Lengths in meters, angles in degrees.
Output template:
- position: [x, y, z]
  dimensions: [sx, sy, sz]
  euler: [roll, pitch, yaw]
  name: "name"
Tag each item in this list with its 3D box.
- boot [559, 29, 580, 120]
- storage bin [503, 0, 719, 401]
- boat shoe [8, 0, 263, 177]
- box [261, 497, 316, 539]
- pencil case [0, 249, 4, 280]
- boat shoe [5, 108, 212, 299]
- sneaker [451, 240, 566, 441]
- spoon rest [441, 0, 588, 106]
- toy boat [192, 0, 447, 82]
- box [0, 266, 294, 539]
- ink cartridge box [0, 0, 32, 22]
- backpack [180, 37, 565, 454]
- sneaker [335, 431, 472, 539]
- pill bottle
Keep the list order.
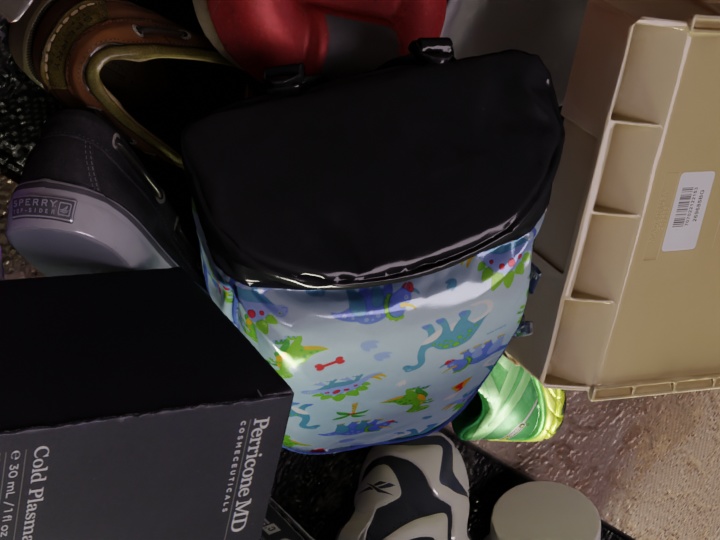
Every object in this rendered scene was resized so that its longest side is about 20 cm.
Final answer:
- position: [0.166, -0.107, 0.919]
  dimensions: [0.143, 0.072, 0.202]
  euler: [-15, 134, -36]
  name: "boot"
- position: [0.171, -0.046, 0.817]
  dimensions: [0.196, 0.094, 0.202]
  euler: [-2, 116, -30]
  name: "storage bin"
- position: [-0.068, -0.069, 0.726]
  dimensions: [0.199, 0.068, 0.073]
  euler: [15, 106, -47]
  name: "boat shoe"
- position: [-0.111, 0.235, 0.868]
  dimensions: [0.198, 0.104, 0.150]
  euler: [-18, 128, -33]
  name: "box"
- position: [-0.193, 0.035, 0.669]
  dimensions: [0.083, 0.086, 0.202]
  euler: [-3, 121, -25]
  name: "pencil case"
- position: [-0.105, -0.012, 0.726]
  dimensions: [0.200, 0.069, 0.067]
  euler: [55, 41, -64]
  name: "boat shoe"
- position: [0.066, 0.018, 0.899]
  dimensions: [0.082, 0.074, 0.202]
  euler: [-14, 116, -2]
  name: "sneaker"
- position: [0.072, -0.154, 0.794]
  dimensions: [0.098, 0.061, 0.201]
  euler: [-16, 131, 4]
  name: "spoon rest"
- position: [0.012, -0.172, 0.663]
  dimensions: [0.129, 0.130, 0.203]
  euler: [2, 96, -44]
  name: "toy boat"
- position: [-0.144, 0.115, 0.625]
  dimensions: [0.180, 0.104, 0.202]
  euler: [-4, 120, -34]
  name: "box"
- position: [-0.080, -0.182, 0.566]
  dimensions: [0.201, 0.162, 0.050]
  euler: [-53, 137, 1]
  name: "ink cartridge box"
- position: [0.000, 0.000, 0.712]
  dimensions: [0.161, 0.200, 0.156]
  euler: [-13, 83, -14]
  name: "backpack"
- position: [0.033, 0.209, 0.944]
  dimensions: [0.130, 0.079, 0.201]
  euler: [-47, 132, -48]
  name: "sneaker"
- position: [0.123, 0.244, 1.090]
  dimensions: [0.103, 0.104, 0.202]
  euler: [-25, 132, -28]
  name: "pill bottle"
